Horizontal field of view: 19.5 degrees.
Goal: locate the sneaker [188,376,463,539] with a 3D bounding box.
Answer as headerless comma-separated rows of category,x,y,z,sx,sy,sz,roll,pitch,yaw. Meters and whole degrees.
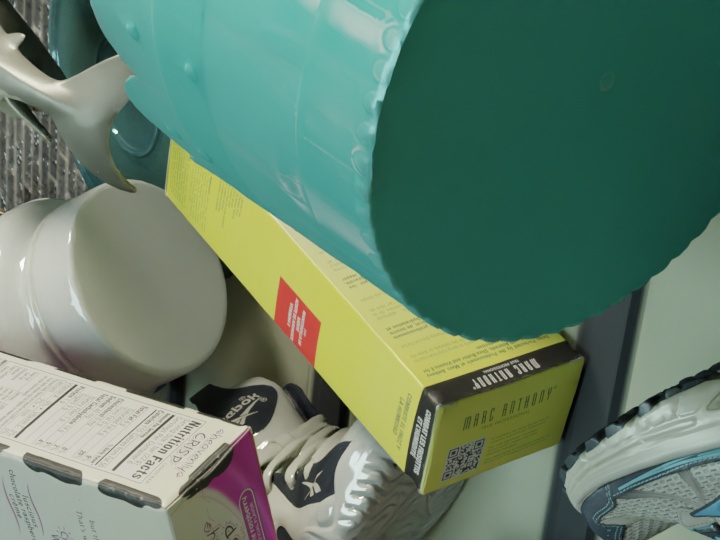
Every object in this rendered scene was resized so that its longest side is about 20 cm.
sneaker,-0.031,0.085,0.932,0.130,0.079,0.199,49,152,21

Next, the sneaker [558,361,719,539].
sneaker,0.136,0.066,0.666,0.086,0.077,0.200,63,148,10

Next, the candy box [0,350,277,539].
candy box,-0.128,0.112,0.911,0.200,0.061,0.137,15,131,33

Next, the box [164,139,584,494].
box,0.000,0.000,0.851,0.200,0.075,0.050,47,140,35

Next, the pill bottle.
pill bottle,-0.165,0.033,1.010,0.200,0.113,0.113,-23,84,40

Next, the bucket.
bucket,0.034,-0.087,0.643,0.135,0.207,0.208,40,135,39

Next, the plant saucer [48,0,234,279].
plant saucer,-0.104,-0.089,1.020,0.200,0.027,0.201,33,131,48

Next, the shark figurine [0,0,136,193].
shark figurine,-0.156,-0.111,0.944,0.090,0.128,0.214,-63,22,0

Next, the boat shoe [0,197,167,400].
boat shoe,-0.167,0.001,1.130,0.200,0.072,0.073,34,127,33
